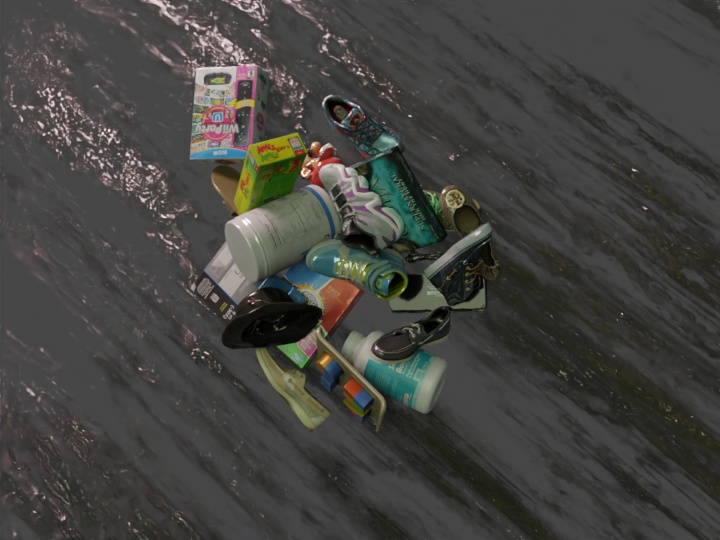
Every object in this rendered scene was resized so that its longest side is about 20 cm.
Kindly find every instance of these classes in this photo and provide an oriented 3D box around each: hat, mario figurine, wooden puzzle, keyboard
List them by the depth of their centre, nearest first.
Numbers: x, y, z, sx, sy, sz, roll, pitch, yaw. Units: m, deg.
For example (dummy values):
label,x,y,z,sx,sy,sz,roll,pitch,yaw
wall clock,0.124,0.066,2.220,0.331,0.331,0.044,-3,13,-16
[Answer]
label,x,y,z,sx,sy,sz,roll,pitch,yaw
wooden puzzle,-0.029,0.218,1.465,0.046,0.186,0.200,-37,73,-16
hat,-0.178,0.081,1.485,0.199,0.201,0.081,-26,62,11
keyboard,0.150,0.020,1.521,0.198,0.021,0.129,-2,87,14
mario figurine,-0.125,-0.238,1.570,0.198,0.106,0.124,14,61,26

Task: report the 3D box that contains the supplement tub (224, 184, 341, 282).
label,x,y,z,sx,sy,sz,roll,pitch,yaw
supplement tub,-0.148,-0.074,1.497,0.199,0.132,0.133,-27,76,-25

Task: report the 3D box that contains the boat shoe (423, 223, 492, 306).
label,x,y,z,sx,sy,sz,roll,pitch,yaw
boat shoe,0.201,-0.009,1.425,0.071,0.200,0.091,-33,83,-35

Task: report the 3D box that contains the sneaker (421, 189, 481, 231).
label,x,y,z,sx,sy,sz,roll,pitch,yaw
sneaker,0.136,-0.126,1.503,0.198,0.089,0.078,10,87,16

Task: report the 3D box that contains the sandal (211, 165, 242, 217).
label,x,y,z,sx,sy,sz,roll,pitch,yaw
sandal,-0.257,-0.134,1.620,0.212,0.077,0.070,47,136,33

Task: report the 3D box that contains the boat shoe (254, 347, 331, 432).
label,x,y,z,sx,sy,sz,roll,pitch,yaw
boat shoe,-0.136,0.228,1.542,0.065,0.072,0.201,-37,94,-4

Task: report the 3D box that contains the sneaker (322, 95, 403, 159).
label,x,y,z,sx,sy,sz,roll,pitch,yaw
sneaker,-0.003,-0.286,1.554,0.199,0.095,0.080,35,94,16

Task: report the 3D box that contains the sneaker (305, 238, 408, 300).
label,x,y,z,sx,sy,sz,roll,pitch,yaw
sneaker,0.000,0.000,1.449,0.198,0.131,0.080,3,114,-13

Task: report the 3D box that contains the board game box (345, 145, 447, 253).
label,x,y,z,sx,sy,sz,roll,pitch,yaw
board game box,0.065,-0.128,1.477,0.135,0.028,0.201,-17,112,42

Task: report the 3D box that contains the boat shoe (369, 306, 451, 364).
label,x,y,z,sx,sy,sz,roll,pitch,yaw
boat shoe,0.096,0.115,1.439,0.073,0.199,0.063,37,129,35

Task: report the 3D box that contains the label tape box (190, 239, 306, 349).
label,x,y,z,sx,sy,sz,roll,pitch,yaw
label tape box,-0.230,0.045,1.561,0.200,0.063,0.145,41,97,24

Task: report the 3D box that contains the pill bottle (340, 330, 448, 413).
label,x,y,z,sx,sy,sz,roll,pitch,yaw
pill bottle,0.062,0.187,1.480,0.198,0.111,0.112,22,90,16

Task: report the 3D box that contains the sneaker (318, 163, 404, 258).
label,x,y,z,sx,sy,sz,roll,pitch,yaw
sneaker,-0.021,-0.105,1.433,0.200,0.140,0.078,39,137,3

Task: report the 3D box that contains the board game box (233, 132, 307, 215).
label,x,y,z,sx,sy,sz,roll,pitch,yaw
board game box,-0.176,-0.177,1.475,0.101,0.200,0.048,-21,73,-26

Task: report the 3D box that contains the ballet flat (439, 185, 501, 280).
label,x,y,z,sx,sy,sz,roll,pitch,yaw
ballet flat,0.213,-0.071,1.459,0.067,0.046,0.201,-27,95,-5

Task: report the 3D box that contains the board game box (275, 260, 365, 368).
label,x,y,z,sx,sy,sz,roll,pitch,yaw
board game box,-0.110,0.075,1.574,0.153,0.040,0.201,38,95,16

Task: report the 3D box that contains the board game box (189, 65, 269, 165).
label,x,y,z,sx,sy,sz,roll,pitch,yaw
board game box,-0.282,-0.331,1.652,0.146,0.064,0.202,2,85,16
